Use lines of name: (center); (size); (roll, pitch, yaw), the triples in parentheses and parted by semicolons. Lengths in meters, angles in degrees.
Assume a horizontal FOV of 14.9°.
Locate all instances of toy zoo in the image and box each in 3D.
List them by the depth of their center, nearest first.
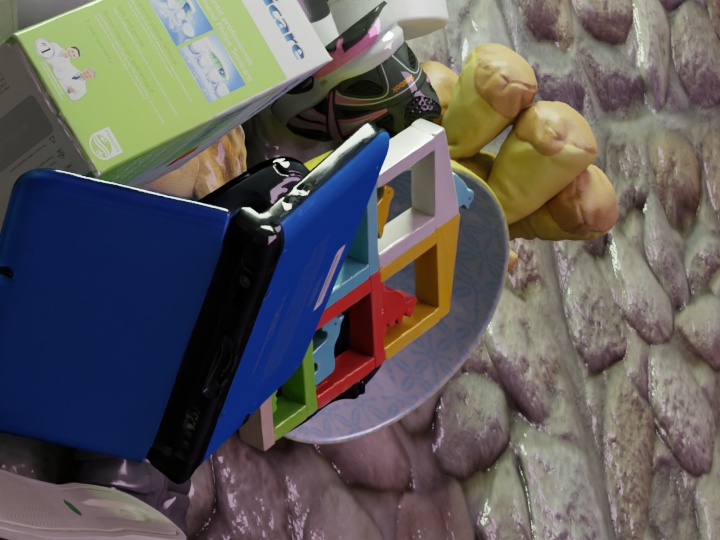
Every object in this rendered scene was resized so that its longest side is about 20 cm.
toy zoo: (0.000, 0.000, 1.578); (0.200, 0.020, 0.132); (-35, 135, -38)

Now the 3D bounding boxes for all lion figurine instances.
lion figurine: (-0.130, -0.058, 1.588); (0.200, 0.072, 0.123); (12, 64, -58)

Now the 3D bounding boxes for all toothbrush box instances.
toothbrush box: (-0.136, -0.086, 1.449); (0.200, 0.145, 0.086); (-33, 91, -49)

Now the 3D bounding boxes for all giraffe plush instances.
giraffe plush: (0.050, -0.031, 1.839); (0.173, 0.200, 0.162); (46, 51, -6)

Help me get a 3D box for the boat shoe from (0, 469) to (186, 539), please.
boat shoe: (-0.177, 0.142, 1.410); (0.199, 0.068, 0.072); (19, 17, -45)

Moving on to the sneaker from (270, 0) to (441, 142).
sneaker: (0.001, -0.100, 1.756); (0.087, 0.080, 0.200); (53, -8, 0)

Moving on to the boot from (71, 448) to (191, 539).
boot: (-0.147, 0.085, 1.501); (0.200, 0.070, 0.132); (28, 64, -45)

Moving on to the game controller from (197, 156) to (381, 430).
game controller: (-0.051, 0.020, 1.597); (0.200, 0.104, 0.042); (68, -4, -47)

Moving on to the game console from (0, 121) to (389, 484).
game console: (-0.096, 0.003, 1.406); (0.118, 0.200, 0.171); (36, 48, 12)

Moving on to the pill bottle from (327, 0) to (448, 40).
pill bottle: (0.003, -0.258, 1.881); (0.111, 0.111, 0.201); (-1, 80, -62)

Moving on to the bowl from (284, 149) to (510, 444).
bowl: (-0.016, -0.004, 1.713); (0.108, 0.200, 0.200); (43, 2, 41)

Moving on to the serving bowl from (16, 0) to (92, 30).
serving bowl: (-0.184, -0.216, 1.560); (0.200, 0.065, 0.201); (34, 49, -52)

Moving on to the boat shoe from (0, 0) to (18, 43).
boat shoe: (-0.241, -0.191, 1.446); (0.202, 0.060, 0.072); (69, 23, -14)

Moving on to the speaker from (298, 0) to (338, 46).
speaker: (-0.083, -0.226, 1.740); (0.081, 0.081, 0.201); (-39, 113, -60)
